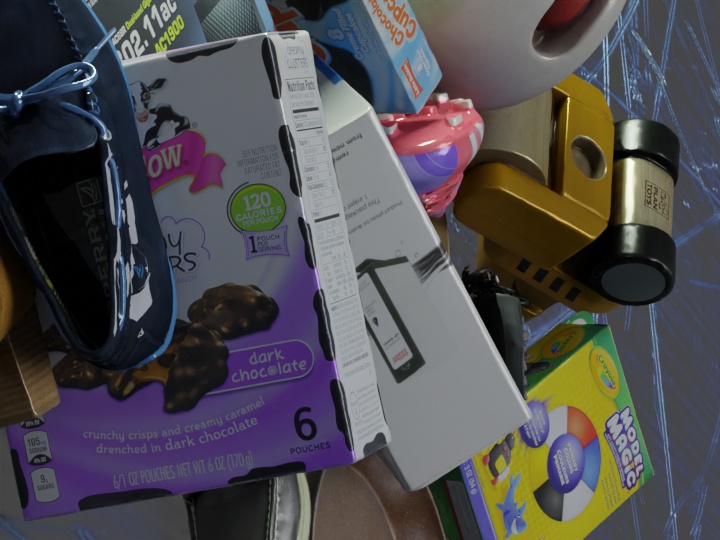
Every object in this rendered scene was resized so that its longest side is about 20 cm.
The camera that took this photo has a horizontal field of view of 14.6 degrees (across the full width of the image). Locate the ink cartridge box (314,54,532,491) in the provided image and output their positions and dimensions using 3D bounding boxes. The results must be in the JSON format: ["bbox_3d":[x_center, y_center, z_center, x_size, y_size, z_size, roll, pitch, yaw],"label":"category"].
[{"bbox_3d":[0.000,0.000,1.529,0.201,0.084,0.146,62,-5,-21],"label":"ink cartridge box"}]

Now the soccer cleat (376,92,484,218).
[{"bbox_3d":[0.039,-0.061,1.643,0.200,0.066,0.077,-107,-171,-82],"label":"soccer cleat"}]

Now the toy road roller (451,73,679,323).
[{"bbox_3d":[0.113,-0.043,1.875,0.199,0.146,0.123,30,48,-29],"label":"toy road roller"}]

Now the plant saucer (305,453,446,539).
[{"bbox_3d":[0.003,0.190,1.625,0.200,0.034,0.201,-10,90,-67],"label":"plant saucer"}]

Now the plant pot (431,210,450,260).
[{"bbox_3d":[0.004,-0.032,1.724,0.200,0.027,0.201,-9,90,-67],"label":"plant pot"}]

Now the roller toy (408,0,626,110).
[{"bbox_3d":[0.067,-0.205,1.721,0.140,0.199,0.183,33,42,-44],"label":"roller toy"}]

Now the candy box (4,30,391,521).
[{"bbox_3d":[-0.091,0.001,1.311,0.072,0.167,0.201,-21,99,-74],"label":"candy box"}]

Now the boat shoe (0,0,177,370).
[{"bbox_3d":[-0.130,-0.055,1.242,0.201,0.084,0.069,63,14,3],"label":"boat shoe"}]

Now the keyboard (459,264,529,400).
[{"bbox_3d":[0.078,0.047,1.650,0.200,0.039,0.105,152,-67,-77],"label":"keyboard"}]

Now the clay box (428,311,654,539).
[{"bbox_3d":[0.120,0.117,1.821,0.200,0.047,0.115,-36,116,-40],"label":"clay box"}]

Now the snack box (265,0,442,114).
[{"bbox_3d":[-0.044,-0.173,1.555,0.037,0.116,0.200,-56,133,-34],"label":"snack box"}]

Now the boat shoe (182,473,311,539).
[{"bbox_3d":[-0.070,0.086,1.463,0.066,0.071,0.202,42,38,-47],"label":"boat shoe"}]

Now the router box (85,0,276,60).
[{"bbox_3d":[-0.113,-0.119,1.446,0.150,0.062,0.200,68,26,-24],"label":"router box"}]

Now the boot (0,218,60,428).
[{"bbox_3d":[-0.202,0.017,1.202,0.145,0.070,0.201,69,24,-7],"label":"boot"}]
